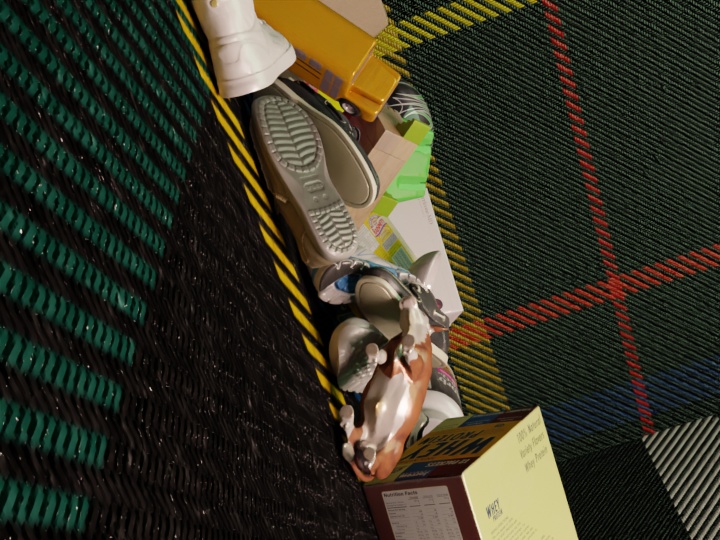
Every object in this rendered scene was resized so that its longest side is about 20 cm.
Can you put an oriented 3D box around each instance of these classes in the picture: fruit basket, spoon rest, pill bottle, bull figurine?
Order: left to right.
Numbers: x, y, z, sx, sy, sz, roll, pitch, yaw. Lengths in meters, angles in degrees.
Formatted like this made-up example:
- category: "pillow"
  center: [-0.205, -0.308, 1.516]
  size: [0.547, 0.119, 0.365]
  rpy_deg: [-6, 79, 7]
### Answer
- category: "fruit basket"
  center: [-0.023, -0.176, 1.448]
  size: [0.216, 0.211, 0.158]
  rpy_deg: [-75, 173, -80]
- category: "bull figurine"
  center: [0.033, 0.120, 1.085]
  size: [0.121, 0.064, 0.203]
  rpy_deg: [40, 65, -67]
- category: "spoon rest"
  center: [0.064, 0.069, 1.346]
  size: [0.203, 0.060, 0.099]
  rpy_deg: [-66, 170, 2]
- category: "pill bottle"
  center: [0.090, 0.208, 1.498]
  size: [0.200, 0.114, 0.118]
  rpy_deg: [-93, 165, -70]

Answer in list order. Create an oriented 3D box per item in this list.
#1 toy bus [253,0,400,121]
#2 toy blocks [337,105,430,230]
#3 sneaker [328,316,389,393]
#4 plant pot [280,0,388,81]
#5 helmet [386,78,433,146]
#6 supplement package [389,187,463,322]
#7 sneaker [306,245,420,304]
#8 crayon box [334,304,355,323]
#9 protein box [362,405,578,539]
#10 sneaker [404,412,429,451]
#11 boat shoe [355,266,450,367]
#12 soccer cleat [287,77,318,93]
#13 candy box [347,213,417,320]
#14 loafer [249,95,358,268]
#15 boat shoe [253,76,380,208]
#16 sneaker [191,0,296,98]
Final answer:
- category: "toy bus"
  center: [-0.049, -0.252, 1.165]
  size: [0.198, 0.066, 0.078]
  rpy_deg: [34, -18, 0]
- category: "toy blocks"
  center: [-0.012, -0.139, 1.267]
  size: [0.099, 0.201, 0.138]
  rpy_deg: [18, 30, -34]
- category: "sneaker"
  center: [-0.006, 0.088, 1.202]
  size: [0.081, 0.076, 0.200]
  rpy_deg: [56, -2, 22]
- category: "plant pot"
  center: [-0.071, -0.374, 1.330]
  size: [0.201, 0.174, 0.203]
  rpy_deg: [61, 12, -61]
- category: "helmet"
  center: [0.025, -0.217, 1.661]
  size: [0.200, 0.188, 0.204]
  rpy_deg: [167, -90, -70]
- category: "supplement package"
  center: [0.061, 0.003, 1.603]
  size: [0.156, 0.109, 0.203]
  rpy_deg: [121, -45, -66]
- category: "sneaker"
  center: [0.000, 0.000, 1.228]
  size: [0.199, 0.075, 0.087]
  rpy_deg: [26, 19, -53]
- category: "crayon box"
  center: [0.005, 0.055, 1.438]
  size: [0.201, 0.051, 0.127]
  rpy_deg: [66, 9, -55]
- category: "protein box"
  center: [0.132, 0.288, 1.171]
  size: [0.198, 0.133, 0.203]
  rpy_deg: [-24, 99, -53]
- category: "sneaker"
  center: [0.071, 0.269, 1.269]
  size: [0.076, 0.086, 0.203]
  rpy_deg: [44, 31, -83]
- category: "boat shoe"
  center: [0.052, 0.043, 1.212]
  size: [0.200, 0.071, 0.069]
  rpy_deg: [48, 56, -50]
- category: "soccer cleat"
  center: [-0.071, -0.137, 1.224]
  size: [0.077, 0.065, 0.203]
  rpy_deg: [111, -21, -51]
- category: "candy box"
  center: [0.015, -0.010, 1.353]
  size: [0.103, 0.026, 0.200]
  rpy_deg: [52, 28, -5]
- category: "loafer"
  center: [-0.072, -0.089, 1.091]
  size: [0.070, 0.074, 0.203]
  rpy_deg: [-42, -115, 47]
- category: "boat shoe"
  center: [-0.035, -0.145, 1.144]
  size: [0.199, 0.066, 0.075]
  rpy_deg: [41, -51, 28]
- category: "sneaker"
  center: [-0.115, -0.249, 1.034]
  size: [0.200, 0.072, 0.117]
  rpy_deg: [-88, 164, -70]
